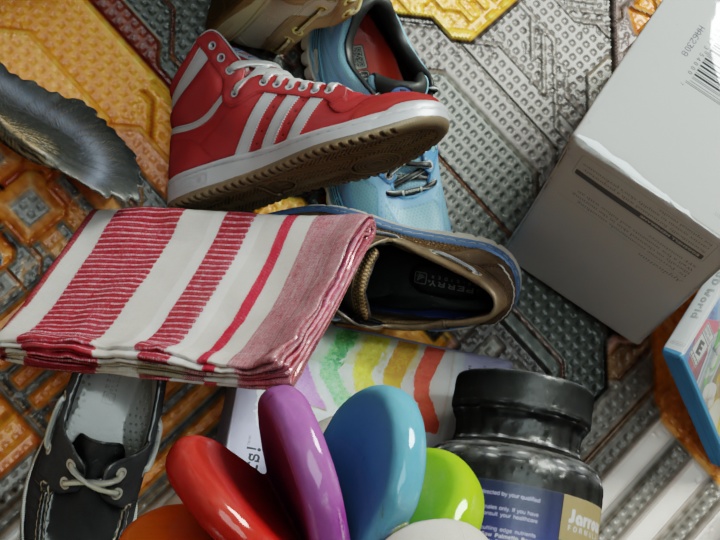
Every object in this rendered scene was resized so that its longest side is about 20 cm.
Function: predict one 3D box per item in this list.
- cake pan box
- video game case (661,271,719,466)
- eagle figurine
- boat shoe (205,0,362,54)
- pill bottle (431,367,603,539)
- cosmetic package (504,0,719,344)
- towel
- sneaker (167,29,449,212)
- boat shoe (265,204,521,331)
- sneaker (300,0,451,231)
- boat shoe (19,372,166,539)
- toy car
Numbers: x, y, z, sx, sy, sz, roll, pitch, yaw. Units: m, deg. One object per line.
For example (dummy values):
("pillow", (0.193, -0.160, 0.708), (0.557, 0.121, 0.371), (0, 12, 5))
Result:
("cake pan box", (-0.004, 0.139, 0.909), (0.183, 0.052, 0.201), (13, 74, -9))
("video game case", (0.277, 0.018, 0.976), (0.200, 0.018, 0.143), (-54, 138, -19))
("eagle figurine", (-0.251, -0.094, 0.881), (0.151, 0.151, 0.201), (-20, 117, 21))
("boat shoe", (-0.029, -0.190, 0.908), (0.066, 0.200, 0.075), (22, 72, -26))
("pill bottle", (0.083, 0.165, 0.840), (0.111, 0.112, 0.201), (13, 75, -11))
("cosmetic package", (0.210, -0.086, 0.932), (0.123, 0.200, 0.200), (34, 71, 4))
("towel", (-0.104, 0.008, 0.845), (0.199, 0.023, 0.144), (3, 40, 23))
("sneaker", (-0.041, -0.109, 0.909), (0.199, 0.071, 0.113), (-14, 71, 24))
("boat shoe", (0.000, 0.000, 0.899), (0.198, 0.072, 0.073), (2, 101, 11))
("sneaker", (0.015, -0.092, 0.946), (0.078, 0.090, 0.201), (-16, 82, -23))
("boat shoe", (-0.157, 0.106, 0.872), (0.073, 0.060, 0.201), (20, 73, -10))
("toy car", (-0.034, 0.132, 0.747), (0.199, 0.175, 0.151), (-25, 119, -9))
